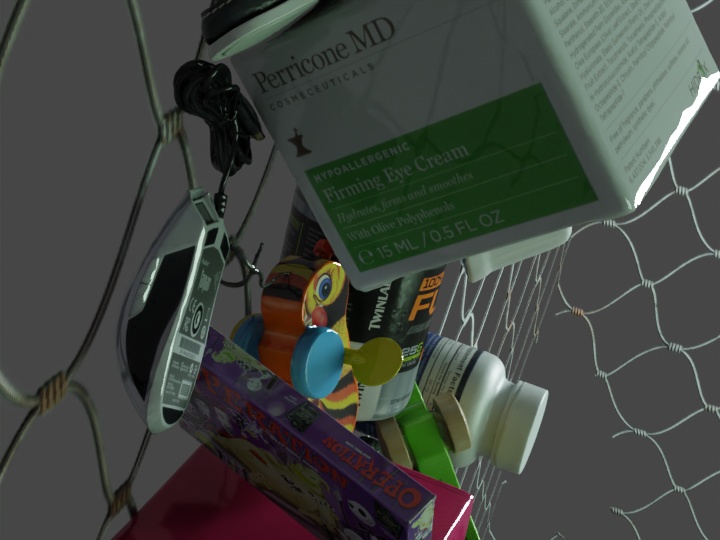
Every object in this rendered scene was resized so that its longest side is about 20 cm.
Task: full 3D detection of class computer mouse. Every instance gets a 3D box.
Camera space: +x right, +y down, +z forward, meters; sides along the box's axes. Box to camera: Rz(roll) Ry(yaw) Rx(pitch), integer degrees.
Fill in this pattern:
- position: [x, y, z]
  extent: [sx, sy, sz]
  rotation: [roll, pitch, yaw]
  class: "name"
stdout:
- position: [-0.103, -0.010, 0.731]
  extent: [0.110, 0.044, 0.201]
  rotation: [61, 43, -78]
  class: "computer mouse"

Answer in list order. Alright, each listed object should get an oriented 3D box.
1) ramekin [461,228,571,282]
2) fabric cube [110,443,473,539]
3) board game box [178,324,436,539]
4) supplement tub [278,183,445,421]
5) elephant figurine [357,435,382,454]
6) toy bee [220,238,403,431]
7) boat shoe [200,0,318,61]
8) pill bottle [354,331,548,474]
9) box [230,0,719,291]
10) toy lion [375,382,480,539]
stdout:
- position: [0.114, -0.098, 1.141]
  extent: [0.200, 0.097, 0.201]
  rotation: [-15, 90, -87]
  class: "ramekin"
- position: [-0.058, 0.249, 0.912]
  extent: [0.199, 0.196, 0.200]
  rotation: [-48, 154, -59]
  class: "fabric cube"
- position: [-0.040, 0.114, 0.803]
  extent: [0.032, 0.200, 0.120]
  rotation: [-40, 152, -31]
  class: "board game box"
- position: [0.000, 0.000, 0.972]
  extent: [0.123, 0.122, 0.200]
  rotation: [-37, 143, -67]
  class: "supplement tub"
- position: [-0.028, 0.221, 1.141]
  extent: [0.200, 0.141, 0.156]
  rotation: [-33, 126, -78]
  class: "elephant figurine"
- position: [-0.029, 0.036, 0.876]
  extent: [0.109, 0.131, 0.200]
  rotation: [-50, 158, -38]
  class: "toy bee"
- position: [-0.039, -0.176, 0.728]
  extent: [0.060, 0.076, 0.200]
  rotation: [58, 33, -14]
  class: "boat shoe"
- position: [0.068, 0.117, 1.221]
  extent: [0.111, 0.200, 0.111]
  rotation: [19, 90, -76]
  class: "pill bottle"
- position: [0.075, -0.123, 0.794]
  extent: [0.172, 0.199, 0.200]
  rotation: [61, 39, -15]
  class: "box"
- position: [0.061, 0.172, 1.073]
  extent: [0.192, 0.069, 0.200]
  rotation: [145, -75, -86]
  class: "toy lion"
